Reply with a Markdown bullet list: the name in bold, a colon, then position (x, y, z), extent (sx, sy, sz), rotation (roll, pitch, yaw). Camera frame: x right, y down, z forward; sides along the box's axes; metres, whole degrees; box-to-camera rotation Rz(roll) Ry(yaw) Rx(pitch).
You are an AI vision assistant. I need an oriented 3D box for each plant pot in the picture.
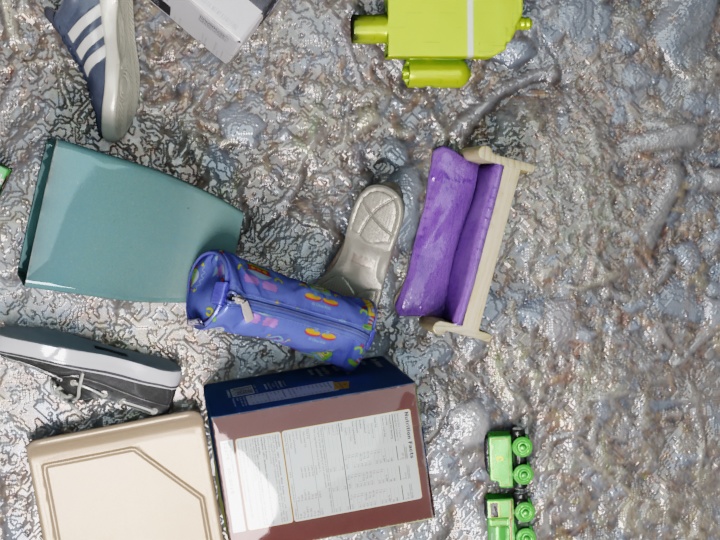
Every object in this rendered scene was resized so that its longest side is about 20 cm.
- **plant pot**: position (-0.227, -0.040, 1.379), extent (0.198, 0.141, 0.143), rotation (12, 92, -17)

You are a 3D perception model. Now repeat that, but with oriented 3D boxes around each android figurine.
- **android figurine**: position (0.087, -0.286, 1.460), extent (0.198, 0.041, 0.184), rotation (-3, 93, -8)

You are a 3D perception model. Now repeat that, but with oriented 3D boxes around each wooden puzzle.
- **wooden puzzle**: position (-0.242, 0.253, 1.444), extent (0.183, 0.037, 0.202), rotation (-10, 102, -8)

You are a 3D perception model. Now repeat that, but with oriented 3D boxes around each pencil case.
- **pencil case**: position (-0.076, 0.041, 1.352), extent (0.199, 0.087, 0.079), rotation (19, 91, -31)

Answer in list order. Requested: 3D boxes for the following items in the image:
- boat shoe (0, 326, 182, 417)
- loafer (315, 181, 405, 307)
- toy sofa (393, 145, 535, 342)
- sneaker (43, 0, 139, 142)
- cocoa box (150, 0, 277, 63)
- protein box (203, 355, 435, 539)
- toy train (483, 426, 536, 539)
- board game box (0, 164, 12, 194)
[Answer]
- **boat shoe**: position (-0.285, 0.108, 1.411), extent (0.198, 0.074, 0.069), rotation (15, 97, -25)
- **loafer**: position (0.000, 0.000, 1.451), extent (0.071, 0.063, 0.201), rotation (26, 107, 8)
- **toy sofa**: position (0.107, -0.031, 1.457), extent (0.097, 0.083, 0.202), rotation (15, 91, -10)
- **sneaker**: position (-0.276, -0.232, 1.398), extent (0.084, 0.075, 0.202), rotation (0, 97, 9)
- **cocoa box**: position (-0.134, -0.302, 1.344), extent (0.133, 0.200, 0.132), rotation (39, 86, -9)
- **protein box**: position (-0.048, 0.178, 1.386), extent (0.198, 0.199, 0.136), rotation (-8, 95, -8)
- **toy train**: position (0.163, 0.271, 1.506), extent (0.056, 0.042, 0.202), rotation (-2, 94, 1)
- **board game box**: position (-0.472, -0.087, 1.391), extent (0.199, 0.029, 0.135), rotation (27, 88, -9)
